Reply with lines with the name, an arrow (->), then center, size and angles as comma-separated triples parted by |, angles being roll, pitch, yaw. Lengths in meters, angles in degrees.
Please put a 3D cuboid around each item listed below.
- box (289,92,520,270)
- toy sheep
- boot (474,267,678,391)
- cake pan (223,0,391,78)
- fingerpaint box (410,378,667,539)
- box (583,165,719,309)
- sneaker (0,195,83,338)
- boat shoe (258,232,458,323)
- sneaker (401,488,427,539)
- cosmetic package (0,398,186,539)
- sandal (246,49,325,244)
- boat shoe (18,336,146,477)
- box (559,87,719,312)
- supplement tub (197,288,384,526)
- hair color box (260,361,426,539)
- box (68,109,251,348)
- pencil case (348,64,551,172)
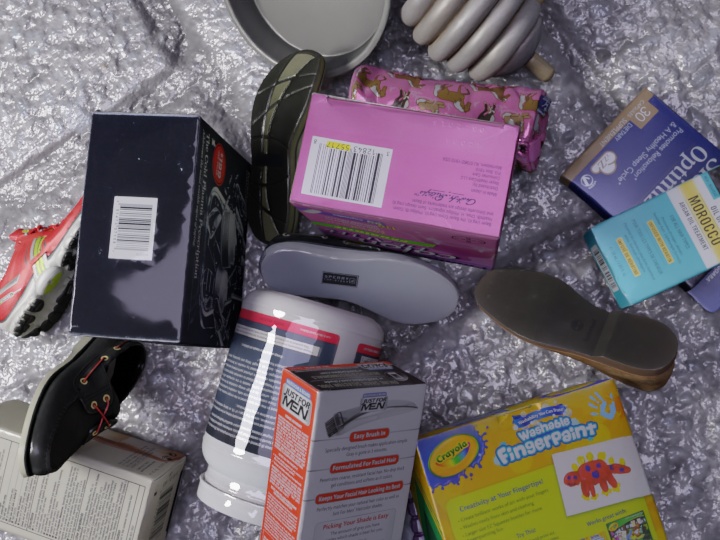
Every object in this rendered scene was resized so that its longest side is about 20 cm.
box -> 0.047, -0.073, 0.773 | 0.175, 0.200, 0.097 | 11, 85, 8
toy sheep -> 0.115, -0.256, 0.824 | 0.200, 0.138, 0.138 | 36, 89, -6
boot -> 0.199, 0.061, 0.806 | 0.200, 0.076, 0.074 | 25, 68, 29
cake pan -> -0.052, -0.294, 0.842 | 0.200, 0.037, 0.201 | 16, 125, 23
fingerpaint box -> 0.153, 0.205, 0.762 | 0.199, 0.073, 0.167 | -15, 81, -15
box -> 0.316, -0.044, 0.777 | 0.200, 0.049, 0.082 | -26, 82, 3
sneaker -> -0.324, -0.026, 0.883 | 0.085, 0.077, 0.200 | 38, 89, 15
boat shoe -> 0.000, 0.000, 0.838 | 0.199, 0.057, 0.069 | 12, 118, -7
sneaker -> 0.026, 0.273, 0.784 | 0.087, 0.074, 0.200 | -15, 80, -27
cosmetic package -> -0.288, 0.209, 0.836 | 0.199, 0.087, 0.104 | 17, 97, 8
sandal -> -0.072, -0.126, 0.870 | 0.080, 0.057, 0.202 | 20, 105, 39
boat shoe -> -0.261, 0.122, 0.801 | 0.063, 0.201, 0.074 | 9, 115, 3
box -> 0.310, -0.068, 0.823 | 0.200, 0.032, 0.121 | 44, 90, 9
supplement tub -> -0.067, 0.128, 0.794 | 0.140, 0.140, 0.201 | 15, 85, 9
hair color box -> -0.018, 0.183, 0.710 | 0.064, 0.111, 0.201 | 23, 107, 52
box -> -0.181, -0.029, 0.808 | 0.104, 0.182, 0.201 | 3, 84, 7
pencil case -> 0.083, -0.151, 0.834 | 0.199, 0.087, 0.083 | 11, 81, 11
